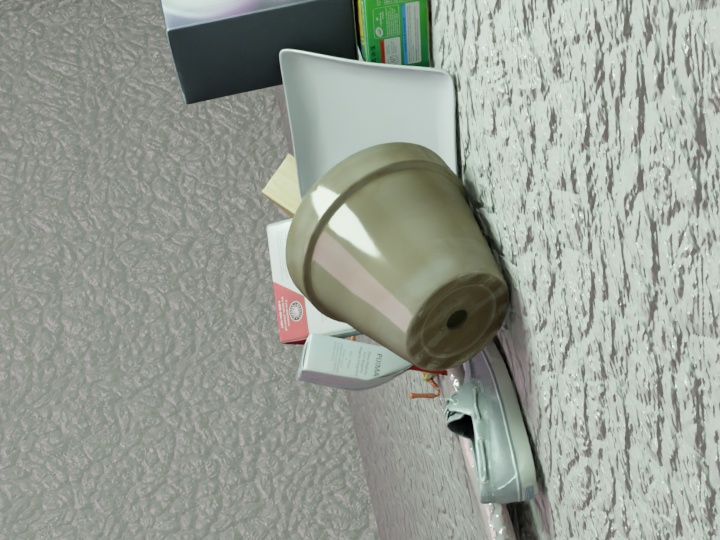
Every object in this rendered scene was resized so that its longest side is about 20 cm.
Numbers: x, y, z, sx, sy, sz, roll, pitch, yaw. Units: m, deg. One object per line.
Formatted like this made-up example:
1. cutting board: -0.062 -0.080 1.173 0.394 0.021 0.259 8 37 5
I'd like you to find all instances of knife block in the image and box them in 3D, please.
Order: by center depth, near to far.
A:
1. knife block: -0.008 -0.056 1.594 0.200 0.064 0.175 38 174 -32

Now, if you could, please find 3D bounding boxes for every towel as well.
1. towel: 0.134 0.224 1.384 0.191 0.032 0.201 73 -178 -65

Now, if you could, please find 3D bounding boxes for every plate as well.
1. plate: 0.017 -0.142 1.346 0.032 0.199 0.200 -53 -34 -45

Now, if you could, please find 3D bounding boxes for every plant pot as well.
1. plant pot: 0.053 0.001 1.237 0.174 0.199 0.201 48 154 42

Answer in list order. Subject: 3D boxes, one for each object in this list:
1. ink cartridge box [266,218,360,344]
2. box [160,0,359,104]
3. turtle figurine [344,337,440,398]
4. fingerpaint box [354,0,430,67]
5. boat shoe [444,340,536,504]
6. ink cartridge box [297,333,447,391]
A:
1. ink cartridge box: 0.000 0.000 1.470 0.083 0.199 0.148 7 -106 -59
2. box: -0.119 -0.309 1.373 0.123 0.199 0.199 84 172 -57
3. turtle figurine: 0.042 0.078 1.735 0.064 0.200 0.162 -45 25 27
4. fingerpaint box: 0.018 -0.335 1.334 0.201 0.073 0.167 85 172 -45
5. boat shoe: 0.121 0.145 1.272 0.070 0.071 0.201 85 173 -50
6. ink cartridge box: 0.029 0.119 1.455 0.163 0.199 0.057 115 170 -79
